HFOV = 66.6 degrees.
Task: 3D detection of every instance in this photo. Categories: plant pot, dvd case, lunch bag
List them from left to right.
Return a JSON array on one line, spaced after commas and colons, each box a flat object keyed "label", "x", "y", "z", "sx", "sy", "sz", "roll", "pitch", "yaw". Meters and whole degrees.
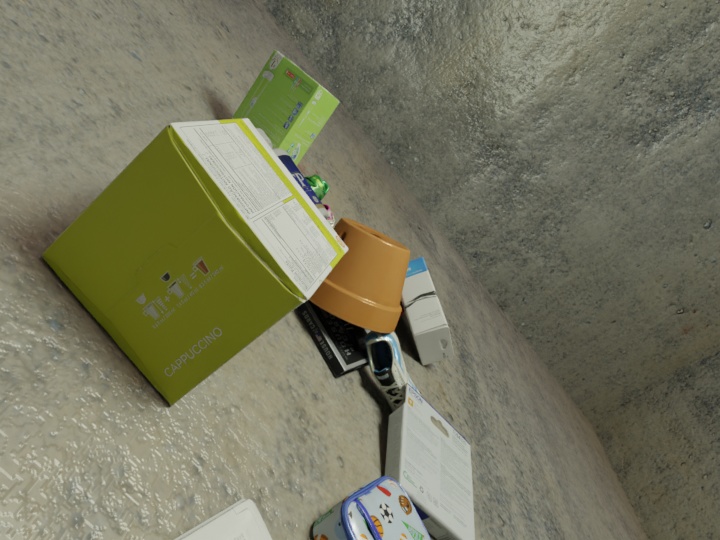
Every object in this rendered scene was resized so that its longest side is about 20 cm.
[{"label": "dvd case", "x": -0.034, "y": 0.108, "z": 0.992, "sx": 0.152, "sy": 0.025, "sz": 0.199, "roll": 58, "pitch": 17, "yaw": 13}, {"label": "plant pot", "x": 0.000, "y": 0.000, "z": 0.962, "sx": 0.197, "sy": 0.142, "sz": 0.200, "roll": 25, "pitch": 9, "yaw": -4}, {"label": "lunch bag", "x": 0.034, "y": 0.352, "z": 0.627, "sx": 0.202, "sy": 0.075, "sz": 0.159, "roll": 59, "pitch": 20, "yaw": 19}]

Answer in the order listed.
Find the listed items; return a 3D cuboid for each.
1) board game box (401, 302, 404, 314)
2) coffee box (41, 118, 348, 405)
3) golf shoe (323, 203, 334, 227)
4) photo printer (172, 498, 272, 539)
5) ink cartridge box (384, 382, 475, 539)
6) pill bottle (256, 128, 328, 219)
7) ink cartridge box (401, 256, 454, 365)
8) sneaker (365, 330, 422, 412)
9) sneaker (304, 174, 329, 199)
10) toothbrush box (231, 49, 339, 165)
[{"label": "board game box", "x": 0.029, "y": 0.007, "z": 1.312, "sx": 0.151, "sy": 0.046, "sz": 0.202, "roll": 44, "pitch": 20, "yaw": -31}, {"label": "coffee box", "x": -0.163, "y": -0.021, "z": 0.600, "sx": 0.201, "sy": 0.198, "sz": 0.198, "roll": 51, "pitch": 18, "yaw": -7}, {"label": "golf shoe", "x": -0.077, "y": -0.077, "z": 1.122, "sx": 0.200, "sy": 0.091, "sz": 0.076, "roll": 42, "pitch": 18, "yaw": -37}, {"label": "photo printer", "x": -0.097, "y": 0.292, "z": 0.397, "sx": 0.202, "sy": 0.069, "sz": 0.166, "roll": 59, "pitch": 17, "yaw": 14}, {"label": "ink cartridge box", "x": 0.116, "y": 0.323, "z": 0.901, "sx": 0.196, "sy": 0.043, "sz": 0.202, "roll": 46, "pitch": 28, "yaw": -22}, {"label": "pill bottle", "x": -0.157, "y": -0.146, "z": 0.988, "sx": 0.202, "sy": 0.119, "sz": 0.119, "roll": 55, "pitch": 17, "yaw": 5}, {"label": "ink cartridge box", "x": 0.149, "y": 0.097, "z": 1.296, "sx": 0.146, "sy": 0.083, "sz": 0.203, "roll": 68, "pitch": 6, "yaw": -49}, {"label": "sneaker", "x": 0.057, "y": 0.199, "z": 0.963, "sx": 0.072, "sy": 0.071, "sz": 0.204, "roll": -22, "pitch": 90, "yaw": -57}, {"label": "sneaker", "x": -0.124, "y": -0.178, "z": 1.197, "sx": 0.075, "sy": 0.083, "sz": 0.200, "roll": 53, "pitch": 18, "yaw": 0}, {"label": "toothbrush box", "x": -0.161, "y": -0.305, "z": 1.096, "sx": 0.145, "sy": 0.201, "sz": 0.086, "roll": 42, "pitch": 11, "yaw": 25}]
